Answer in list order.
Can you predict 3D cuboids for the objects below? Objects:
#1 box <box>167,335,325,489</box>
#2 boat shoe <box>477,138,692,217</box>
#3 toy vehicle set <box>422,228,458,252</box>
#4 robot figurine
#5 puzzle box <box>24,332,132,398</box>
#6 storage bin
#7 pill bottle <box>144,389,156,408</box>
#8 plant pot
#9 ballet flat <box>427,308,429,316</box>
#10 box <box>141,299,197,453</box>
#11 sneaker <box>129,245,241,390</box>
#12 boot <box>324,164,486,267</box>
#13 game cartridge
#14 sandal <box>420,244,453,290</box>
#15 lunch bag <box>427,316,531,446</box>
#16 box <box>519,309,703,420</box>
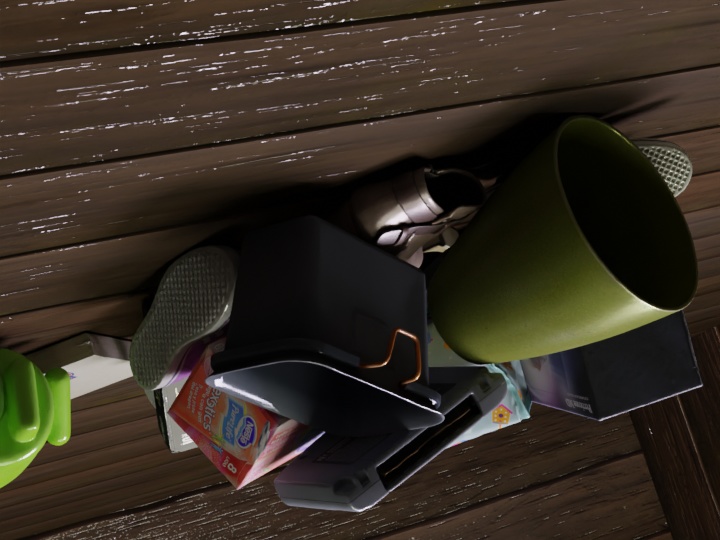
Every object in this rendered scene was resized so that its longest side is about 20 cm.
[{"bbox_3d":[-0.063,0.103,1.643,0.199,0.103,0.095,-26,156,-51],"label":"box"},{"bbox_3d":[0.203,-0.080,1.653,0.198,0.075,0.062,-15,-160,15],"label":"boat shoe"},{"bbox_3d":[0.000,0.000,1.847,0.198,0.027,0.124,-21,170,11],"label":"toy vehicle set"},{"bbox_3d":[-0.353,0.142,1.690,0.174,0.117,0.200,-5,163,-24],"label":"robot figurine"},{"bbox_3d":[-0.300,0.103,1.860,0.132,0.026,0.200,-20,170,9],"label":"puzzle box"},{"bbox_3d":[-0.017,0.043,1.497,0.145,0.136,0.199,-13,155,38],"label":"storage bin"},{"bbox_3d":[-0.132,0.099,1.898,0.110,0.112,0.199,-25,169,36],"label":"pill bottle"},{"bbox_3d":[0.159,-0.004,1.578,0.199,0.188,0.186,-34,163,35],"label":"plant pot"},{"bbox_3d":[0.075,0.008,1.932,0.198,0.076,0.064,-15,-155,13],"label":"ballet flat"},{"bbox_3d":[-0.106,0.080,1.767,0.198,0.044,0.161,-15,127,-17],"label":"box"},{"bbox_3d":[-0.124,0.031,1.621,0.114,0.073,0.200,-13,159,-36],"label":"sneaker"},{"bbox_3d":[0.048,-0.042,1.590,0.146,0.071,0.199,-27,168,30],"label":"boot"},{"bbox_3d":[0.024,0.149,1.608,0.199,0.042,0.133,-34,-168,-31],"label":"game cartridge"},{"bbox_3d":[0.066,-0.001,1.779,0.200,0.048,0.075,-38,164,16],"label":"sandal"},{"bbox_3d":[0.105,0.090,1.969,0.169,0.122,0.201,-22,-153,26],"label":"lunch bag"},{"bbox_3d":[0.225,0.031,1.797,0.122,0.200,0.200,-18,-175,-13],"label":"box"}]
